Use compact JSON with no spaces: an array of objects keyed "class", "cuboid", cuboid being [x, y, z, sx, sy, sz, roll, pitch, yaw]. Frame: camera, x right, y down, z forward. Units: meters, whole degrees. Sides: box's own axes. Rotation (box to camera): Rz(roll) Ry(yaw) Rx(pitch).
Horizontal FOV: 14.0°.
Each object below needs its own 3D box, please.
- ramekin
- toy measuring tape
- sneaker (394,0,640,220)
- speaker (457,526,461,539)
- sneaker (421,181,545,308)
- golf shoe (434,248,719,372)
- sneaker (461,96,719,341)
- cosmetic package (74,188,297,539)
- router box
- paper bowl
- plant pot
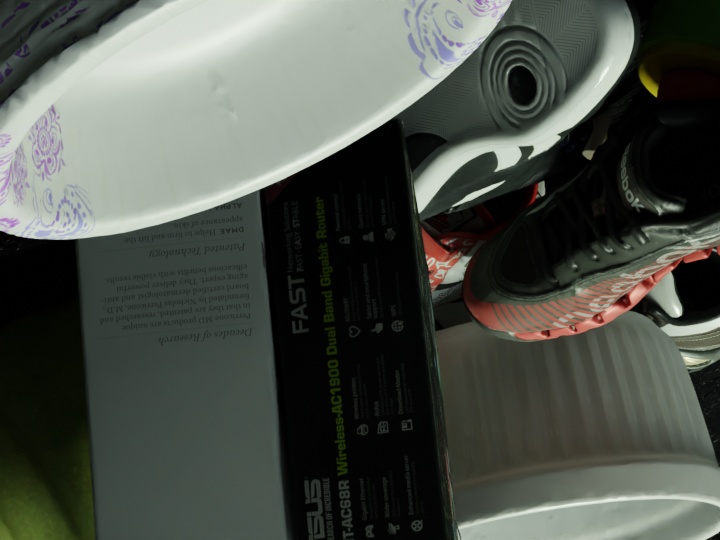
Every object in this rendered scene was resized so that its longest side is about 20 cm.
[{"class":"ramekin","cuboid":[0.084,0.093,1.489,0.199,0.105,0.200,-9,163,-3]},{"class":"toy measuring tape","cuboid":[0.146,-0.095,1.398,0.073,0.074,0.200,-17,179,-30]},{"class":"sneaker","cuboid":[0.078,-0.085,1.297,0.112,0.073,0.200,-17,170,-40]},{"class":"speaker","cuboid":[-0.042,0.165,1.297,0.200,0.081,0.081,-42,176,-39]},{"class":"sneaker","cuboid":[0.000,-0.001,1.430,0.201,0.067,0.108,-25,163,-18]},{"class":"golf shoe","cuboid":[0.119,0.002,1.536,0.199,0.078,0.094,3,160,-22]},{"class":"sneaker","cuboid":[0.121,-0.027,1.330,0.200,0.071,0.098,-24,157,26]},{"class":"cosmetic package","cuboid":[-0.070,0.046,1.207,0.081,0.201,0.113,-7,165,1]},{"class":"router box","cuboid":[0.003,0.057,1.232,0.062,0.201,0.150,-7,154,3]},{"class":"paper bowl","cuboid":[-0.056,-0.101,0.966,0.200,0.105,0.201,-25,164,-8]},{"class":"plant pot","cuboid":[-0.130,0.091,1.338,0.184,0.201,0.200,-31,168,-30]}]
